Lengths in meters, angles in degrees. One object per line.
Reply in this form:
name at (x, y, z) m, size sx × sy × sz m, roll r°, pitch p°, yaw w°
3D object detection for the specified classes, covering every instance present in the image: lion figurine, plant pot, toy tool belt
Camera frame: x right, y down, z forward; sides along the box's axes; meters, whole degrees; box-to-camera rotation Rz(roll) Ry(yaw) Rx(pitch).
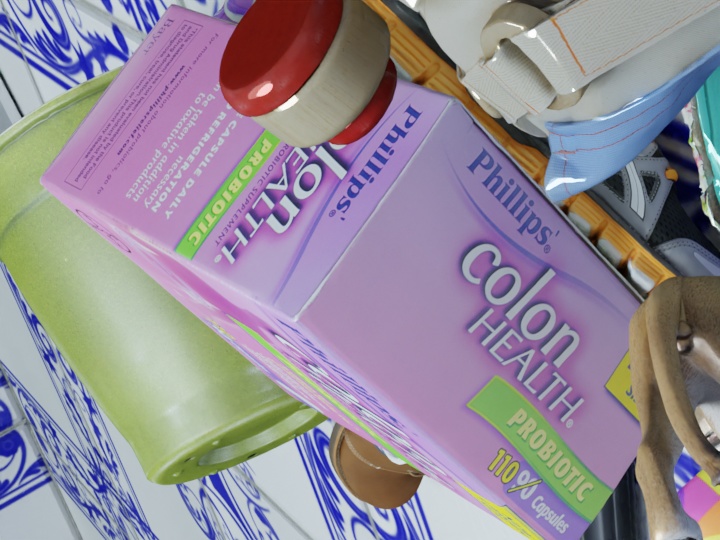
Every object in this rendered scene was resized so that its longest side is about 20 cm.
lion figurine at (0.130, 0.042, 0.624) m, size 0.200 × 0.072 × 0.123 m, roll 44°, pitch -150°, yaw -60°
plant pot at (-0.094, 0.007, 1.047) m, size 0.194 × 0.199 × 0.201 m, roll 65°, pitch 164°, yaw 13°
toy tool belt at (0.069, -0.076, 0.526) m, size 0.123 × 0.200 × 0.125 m, roll 35°, pitch -146°, yaw -30°

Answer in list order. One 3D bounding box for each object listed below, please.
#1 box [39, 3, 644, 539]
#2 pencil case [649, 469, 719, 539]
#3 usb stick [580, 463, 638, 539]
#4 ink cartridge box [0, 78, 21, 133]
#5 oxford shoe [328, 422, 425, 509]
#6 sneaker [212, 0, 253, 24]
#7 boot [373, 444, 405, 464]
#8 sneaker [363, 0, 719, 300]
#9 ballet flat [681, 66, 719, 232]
box at (0.000, 0.000, 0.747) m, size 0.200 × 0.097 × 0.176 m, roll 25°, pitch 165°, yaw 51°
pencil case at (0.192, 0.151, 0.713) m, size 0.200 × 0.088 × 0.089 m, roll 45°, pitch 156°, yaw 39°
usb stick at (0.116, 0.105, 0.935) m, size 0.056 × 0.032 × 0.201 m, roll 53°, pitch 162°, yaw 44°
ink cartridge box at (-0.397, -0.184, 1.898) m, size 0.162 × 0.050 × 0.200 m, roll 63°, pitch 166°, yaw -7°
oxford shoe at (0.028, 0.100, 1.110) m, size 0.071 × 0.071 × 0.201 m, roll 49°, pitch 157°, yaw 23°
sneaker at (-0.037, -0.150, 0.840) m, size 0.201 × 0.114 × 0.073 m, roll 50°, pitch 161°, yaw 35°
boot at (0.026, 0.063, 0.951) m, size 0.073 × 0.090 × 0.200 m, roll 43°, pitch 147°, yaw 9°
sneaker at (0.080, -0.056, 0.733) m, size 0.200 × 0.077 × 0.078 m, roll 44°, pitch 168°, yaw -4°
ballet flat at (0.157, -0.010, 0.600) m, size 0.201 × 0.075 × 0.064 m, roll 66°, pitch -165°, yaw 0°
